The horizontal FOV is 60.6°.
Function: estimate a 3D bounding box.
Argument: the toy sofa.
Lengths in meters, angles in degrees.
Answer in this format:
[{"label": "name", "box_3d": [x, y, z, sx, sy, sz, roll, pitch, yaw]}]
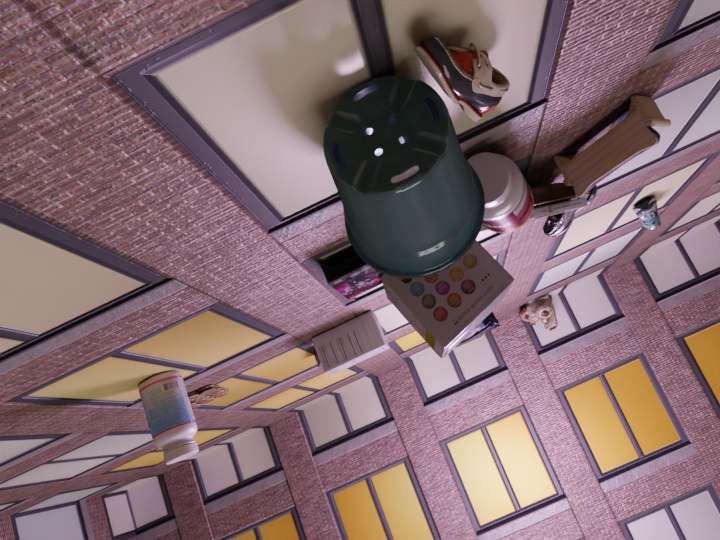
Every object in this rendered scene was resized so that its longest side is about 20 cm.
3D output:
[{"label": "toy sofa", "box_3d": [0.475, -0.227, 1.158, 0.082, 0.099, 0.200, -8, 157, -40]}]

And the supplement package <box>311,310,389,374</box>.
[{"label": "supplement package", "box_3d": [-0.028, 0.217, 1.832, 0.197, 0.111, 0.114, -25, 164, 3]}]

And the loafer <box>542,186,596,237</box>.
[{"label": "loafer", "box_3d": [0.491, -0.154, 1.496, 0.062, 0.073, 0.201, 4, 148, -16]}]

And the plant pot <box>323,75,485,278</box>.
[{"label": "plant pot", "box_3d": [0.049, -0.119, 0.761, 0.197, 0.203, 0.196, -25, 156, 6]}]

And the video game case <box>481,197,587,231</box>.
[{"label": "video game case", "box_3d": [0.369, -0.121, 1.369, 0.179, 0.024, 0.199, -14, -179, -32]}]

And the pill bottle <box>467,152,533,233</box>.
[{"label": "pill bottle", "box_3d": [0.235, -0.136, 1.078, 0.112, 0.115, 0.199, -28, 163, 18]}]

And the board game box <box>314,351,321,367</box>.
[{"label": "board game box", "box_3d": [-0.051, 0.250, 2.023, 0.197, 0.045, 0.135, -20, 164, -13]}]

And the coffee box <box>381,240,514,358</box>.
[{"label": "coffee box", "box_3d": [0.181, 0.039, 1.321, 0.199, 0.198, 0.200, -42, 165, -4]}]

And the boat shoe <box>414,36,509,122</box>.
[{"label": "boat shoe", "box_3d": [0.122, -0.227, 0.708, 0.062, 0.072, 0.199, -36, 162, 21]}]

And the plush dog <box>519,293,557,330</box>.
[{"label": "plush dog", "box_3d": [0.888, 0.207, 3.110, 0.169, 0.163, 0.200, -15, 141, 27]}]

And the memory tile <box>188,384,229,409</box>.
[{"label": "memory tile", "box_3d": [-0.496, 0.396, 1.910, 0.151, 0.017, 0.200, -23, 164, -2]}]

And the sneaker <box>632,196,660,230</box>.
[{"label": "sneaker", "box_3d": [0.933, -0.178, 1.979, 0.077, 0.088, 0.199, -31, 163, 24]}]

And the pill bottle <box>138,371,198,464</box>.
[{"label": "pill bottle", "box_3d": [-0.463, 0.359, 1.501, 0.107, 0.203, 0.109, -21, 164, -6]}]

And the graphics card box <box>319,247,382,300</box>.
[{"label": "graphics card box", "box_3d": [0.000, 0.000, 1.292, 0.124, 0.052, 0.200, -25, 163, 4]}]

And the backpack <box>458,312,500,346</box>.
[{"label": "backpack", "box_3d": [0.381, 0.186, 2.242, 0.198, 0.149, 0.182, -32, 163, 17]}]

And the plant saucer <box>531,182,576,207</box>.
[{"label": "plant saucer", "box_3d": [0.349, -0.146, 1.270, 0.196, 0.037, 0.200, -14, 180, 0]}]
